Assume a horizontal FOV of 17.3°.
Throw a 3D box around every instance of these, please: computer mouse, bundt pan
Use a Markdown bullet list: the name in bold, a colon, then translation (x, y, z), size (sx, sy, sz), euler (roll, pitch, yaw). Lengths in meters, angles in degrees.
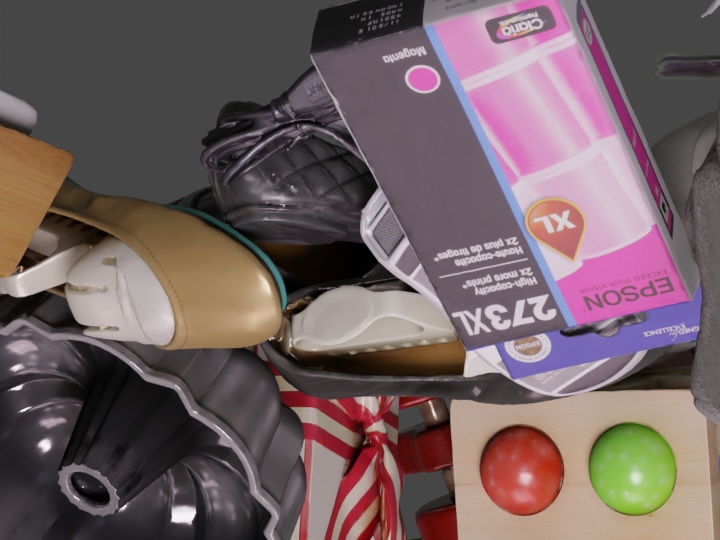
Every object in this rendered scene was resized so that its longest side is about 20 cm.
- **computer mouse**: translation (0.039, -0.021, 0.954), size (0.110, 0.044, 0.200), euler (-34, 122, 25)
- **bundt pan**: translation (-0.110, 0.080, 1.117), size (0.202, 0.076, 0.202), euler (17, 133, 18)

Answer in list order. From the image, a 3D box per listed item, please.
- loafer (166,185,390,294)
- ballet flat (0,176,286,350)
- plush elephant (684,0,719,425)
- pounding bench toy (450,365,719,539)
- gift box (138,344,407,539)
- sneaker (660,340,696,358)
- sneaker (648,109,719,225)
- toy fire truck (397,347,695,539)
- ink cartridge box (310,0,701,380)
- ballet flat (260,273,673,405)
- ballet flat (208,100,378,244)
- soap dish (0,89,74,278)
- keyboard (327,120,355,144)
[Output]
- **loafer**: translation (0.000, 0.000, 1.136), size (0.200, 0.073, 0.072), euler (7, 160, -25)
- **ballet flat**: translation (-0.114, 0.001, 1.014), size (0.063, 0.069, 0.200), euler (-33, -146, -31)
- **plush elephant**: translation (0.193, -0.052, 0.795), size (0.155, 0.200, 0.165), euler (-17, 180, -37)
- **pounding bench toy**: translation (0.160, 0.111, 1.097), size (0.200, 0.124, 0.156), euler (-4, -179, 28)
- **gift box**: translation (-0.070, 0.093, 1.267), size (0.186, 0.185, 0.200), euler (-1, 171, 15)
- **sneaker**: translation (0.130, 0.016, 1.159), size (0.088, 0.075, 0.200), euler (2, -179, 17)
- **sneaker**: translation (0.186, -0.054, 0.935), size (0.200, 0.077, 0.081), euler (-15, 150, 30)
- **toy fire truck**: translation (0.114, 0.079, 1.396), size (0.168, 0.112, 0.200), euler (-21, 180, -39)
- **ink cartridge box**: translation (0.064, -0.027, 0.893), size (0.095, 0.037, 0.200), euler (-14, 131, 20)
- **ballet flat**: translation (0.043, 0.026, 1.041), size (0.200, 0.068, 0.068), euler (-10, 162, 25)
- **ballet flat**: translation (0.023, -0.036, 1.027), size (0.200, 0.057, 0.066), euler (7, 165, -40)
- **soap dish**: translation (-0.246, -0.036, 0.989), size (0.200, 0.081, 0.157), euler (-8, 163, 34)
- **keyboard**: translation (0.051, -0.046, 1.072), size (0.056, 0.011, 0.200), euler (-9, 162, 34)
